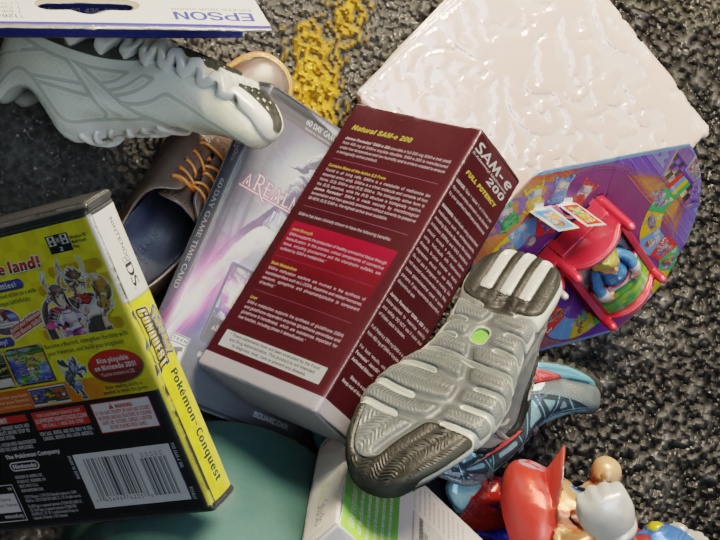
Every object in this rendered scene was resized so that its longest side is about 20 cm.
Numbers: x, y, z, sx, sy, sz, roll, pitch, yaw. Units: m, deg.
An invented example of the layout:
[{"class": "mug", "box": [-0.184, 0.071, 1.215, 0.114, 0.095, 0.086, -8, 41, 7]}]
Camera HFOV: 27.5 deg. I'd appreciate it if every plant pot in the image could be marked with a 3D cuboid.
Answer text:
[{"class": "plant pot", "box": [-0.088, 0.209, 0.870, 0.200, 0.161, 0.201, -1, 103, -4]}]

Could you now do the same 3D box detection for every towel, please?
[{"class": "towel", "box": [0.121, -0.111, 1.026, 0.191, 0.032, 0.200, -44, 103, -11]}]

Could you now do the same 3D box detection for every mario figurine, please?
[{"class": "mario figurine", "box": [0.184, 0.165, 0.930, 0.200, 0.124, 0.106, 26, 48, 9]}]

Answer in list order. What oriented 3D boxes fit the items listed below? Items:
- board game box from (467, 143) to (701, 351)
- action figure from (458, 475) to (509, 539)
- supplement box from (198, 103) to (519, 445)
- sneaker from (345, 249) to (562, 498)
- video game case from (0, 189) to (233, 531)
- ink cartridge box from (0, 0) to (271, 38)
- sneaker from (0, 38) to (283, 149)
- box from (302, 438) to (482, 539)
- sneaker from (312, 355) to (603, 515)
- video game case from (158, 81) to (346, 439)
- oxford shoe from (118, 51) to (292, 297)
[{"class": "board game box", "box": [0.160, 0.001, 0.980, 0.200, 0.039, 0.158, -12, 131, -31]}, {"class": "action figure", "box": [0.133, 0.181, 1.015, 0.200, 0.065, 0.052, 28, 53, -1]}, {"class": "supplement box", "box": [0.000, 0.000, 0.908, 0.061, 0.109, 0.200, 45, 71, -45]}, {"class": "sneaker", "box": [0.062, 0.088, 0.882, 0.200, 0.075, 0.116, -47, 149, -36]}, {"class": "video game case", "box": [-0.185, 0.059, 0.824, 0.026, 0.200, 0.181, -42, 116, -54]}, {"class": "ink cartridge box", "box": [-0.170, -0.170, 0.852, 0.197, 0.200, 0.047, -2, 129, -18]}, {"class": "sneaker", "box": [-0.137, -0.107, 0.891, 0.200, 0.075, 0.081, 24, 94, 22]}, {"class": "box", "box": [0.049, 0.190, 0.878, 0.036, 0.144, 0.200, -41, 101, 14]}, {"class": "sneaker", "box": [0.068, 0.114, 0.984, 0.200, 0.079, 0.096, -9, 78, -8]}, {"class": "video game case", "box": [-0.055, -0.001, 0.943, 0.143, 0.019, 0.200, 29, 82, -47]}, {"class": "oxford shoe", "box": [-0.102, -0.055, 0.932, 0.071, 0.073, 0.200, 35, 80, -14]}]
